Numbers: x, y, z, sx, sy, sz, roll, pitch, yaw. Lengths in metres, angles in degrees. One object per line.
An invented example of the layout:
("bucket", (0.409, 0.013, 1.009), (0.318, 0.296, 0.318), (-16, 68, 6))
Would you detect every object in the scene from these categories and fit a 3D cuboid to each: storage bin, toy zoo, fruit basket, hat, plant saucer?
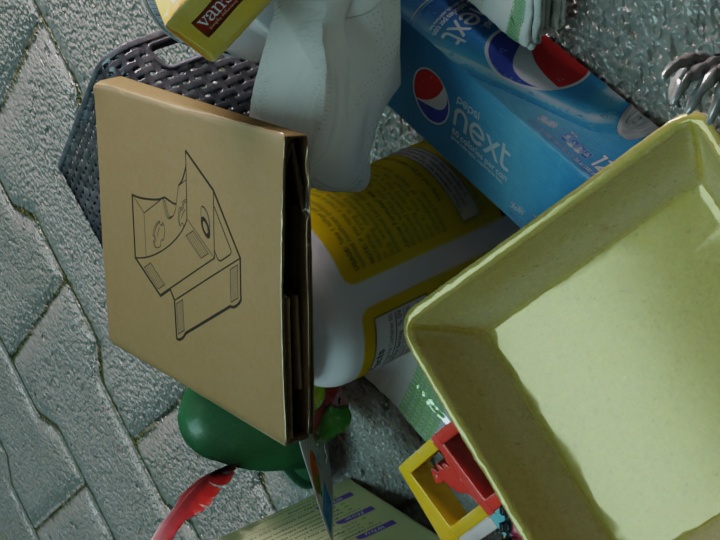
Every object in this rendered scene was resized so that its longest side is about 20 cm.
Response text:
("storage bin", (-0.127, -0.095, 1.232), (0.094, 0.135, 0.200), (60, 153, 10))
("toy zoo", (0.094, 0.156, 1.124), (0.131, 0.020, 0.200), (54, 148, 8))
("fruit basket", (-0.040, 0.062, 1.230), (0.185, 0.094, 0.200), (-94, -15, -58))
("hat", (-0.139, 0.134, 1.373), (0.166, 0.176, 0.200), (66, 161, 4))
("plant saucer", (0.149, 0.056, 0.847), (0.200, 0.048, 0.200), (-37, 76, 26))

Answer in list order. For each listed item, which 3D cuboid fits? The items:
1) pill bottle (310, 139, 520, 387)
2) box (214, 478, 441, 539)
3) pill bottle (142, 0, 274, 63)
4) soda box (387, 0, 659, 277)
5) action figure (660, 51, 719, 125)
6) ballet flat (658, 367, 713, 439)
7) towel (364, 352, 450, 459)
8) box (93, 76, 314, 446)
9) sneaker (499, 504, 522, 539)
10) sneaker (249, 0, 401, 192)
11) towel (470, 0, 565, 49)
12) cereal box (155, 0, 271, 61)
("pill bottle", (0.000, 0.000, 1.015), (0.114, 0.200, 0.115), (41, 144, 39))
("box", (-0.037, 0.256, 1.287), (0.200, 0.176, 0.097), (15, 126, 69))
("pill bottle", (-0.063, -0.184, 1.037), (0.200, 0.111, 0.111), (27, 136, 67))
("soda box", (0.086, -0.087, 0.940), (0.200, 0.064, 0.068), (45, 146, 34))
("action figure", (0.190, -0.081, 0.721), (0.119, 0.102, 0.201), (20, 126, 52))
("ballet flat", (0.180, 0.085, 0.909), (0.073, 0.073, 0.200), (49, 149, 28))
("towel", (0.066, 0.083, 1.155), (0.200, 0.031, 0.149), (48, 149, 29))
("box", (-0.089, -0.012, 0.929), (0.200, 0.021, 0.164), (23, 119, 52))
("sneaker", (0.122, 0.094, 1.005), (0.081, 0.074, 0.201), (-176, 84, -79))
("sneaker", (-0.004, -0.140, 0.922), (0.075, 0.088, 0.201), (8, 82, 37))
("towel", (0.051, -0.232, 0.914), (0.200, 0.031, 0.149), (49, 147, 34))
("cereal box", (-0.063, -0.215, 0.916), (0.039, 0.144, 0.200), (35, -162, -32))
